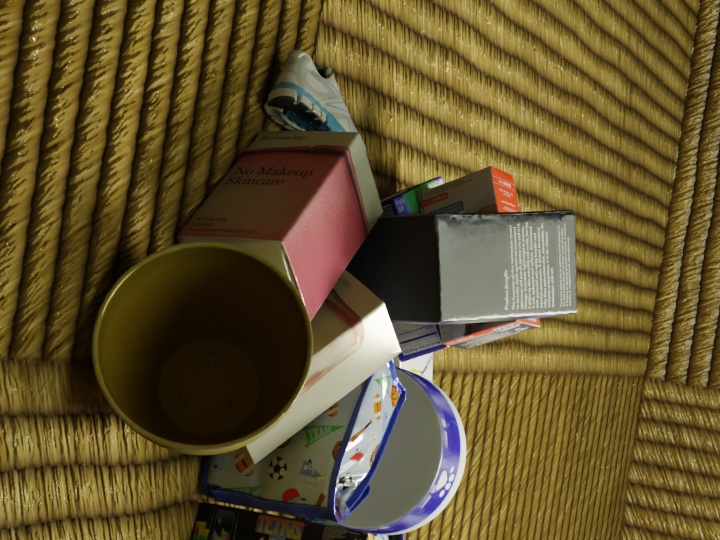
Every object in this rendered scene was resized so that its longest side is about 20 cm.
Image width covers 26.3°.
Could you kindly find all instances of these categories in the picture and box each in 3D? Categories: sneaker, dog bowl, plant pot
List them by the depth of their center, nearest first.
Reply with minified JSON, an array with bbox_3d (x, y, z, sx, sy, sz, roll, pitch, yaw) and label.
[{"bbox_3d":[-0.147,0.092,1.460,0.142,0.200,0.200,99,8,-67],"label":"plant pot"},{"bbox_3d":[-0.039,-0.180,1.736,0.200,0.075,0.087,51,46,-61],"label":"sneaker"},{"bbox_3d":[0.020,0.212,1.837,0.079,0.200,0.200,28,71,-63],"label":"dog bowl"}]

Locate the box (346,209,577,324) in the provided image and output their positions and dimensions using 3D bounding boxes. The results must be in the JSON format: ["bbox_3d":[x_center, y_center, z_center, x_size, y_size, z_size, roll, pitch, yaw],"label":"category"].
[{"bbox_3d":[0.102,-0.004,1.722,0.198,0.200,0.123,-2,91,-35],"label":"box"}]

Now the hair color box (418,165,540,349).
[{"bbox_3d":[0.144,-0.015,1.898,0.064,0.111,0.200,14,62,-54],"label":"hair color box"}]

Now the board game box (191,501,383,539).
[{"bbox_3d":[-0.059,0.307,1.685,0.165,0.200,0.057,41,59,-64],"label":"board game box"}]

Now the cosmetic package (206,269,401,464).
[{"bbox_3d":[-0.070,0.092,1.602,0.200,0.103,0.087,-37,138,-17],"label":"cosmetic package"}]

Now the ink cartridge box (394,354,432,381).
[{"bbox_3d":[0.046,0.118,2.034,0.116,0.067,0.200,-34,127,-60],"label":"ink cartridge box"}]

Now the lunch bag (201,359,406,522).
[{"bbox_3d":[-0.064,0.175,1.672,0.124,0.170,0.200,68,36,-46],"label":"lunch bag"}]

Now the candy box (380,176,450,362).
[{"bbox_3d":[0.079,-0.004,1.972,0.169,0.077,0.200,-29,101,-62],"label":"candy box"}]

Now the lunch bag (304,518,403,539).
[{"bbox_3d":[-0.004,0.372,1.948,0.200,0.127,0.170,-66,153,-62],"label":"lunch bag"}]

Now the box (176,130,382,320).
[{"bbox_3d":[-0.080,-0.048,1.600,0.200,0.128,0.109,-58,141,-45],"label":"box"}]
